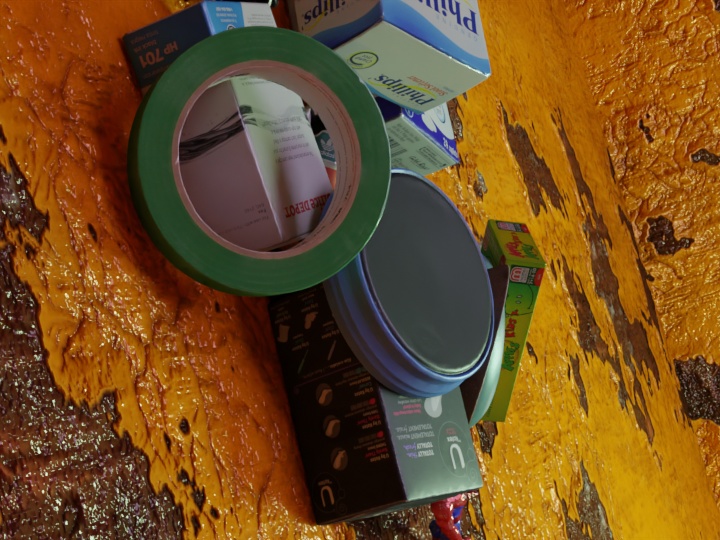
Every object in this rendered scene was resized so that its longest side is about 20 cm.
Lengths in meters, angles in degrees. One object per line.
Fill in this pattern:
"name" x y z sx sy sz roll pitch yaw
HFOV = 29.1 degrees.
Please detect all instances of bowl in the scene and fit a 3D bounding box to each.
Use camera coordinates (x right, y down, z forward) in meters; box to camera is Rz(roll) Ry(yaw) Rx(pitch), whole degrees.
"bowl" 0.045 0.006 1.178 0.200 0.039 0.203 28 51 -41

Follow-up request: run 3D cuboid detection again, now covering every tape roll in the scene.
"tape roll" -0.076 -0.082 1.055 0.202 0.199 0.048 71 -19 -3

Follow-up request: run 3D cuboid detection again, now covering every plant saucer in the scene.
"plant saucer" 0.098 0.087 1.331 0.200 0.034 0.202 17 90 -89
"plant saucer" 0.122 0.078 1.505 0.200 0.027 0.203 -174 -90 -80

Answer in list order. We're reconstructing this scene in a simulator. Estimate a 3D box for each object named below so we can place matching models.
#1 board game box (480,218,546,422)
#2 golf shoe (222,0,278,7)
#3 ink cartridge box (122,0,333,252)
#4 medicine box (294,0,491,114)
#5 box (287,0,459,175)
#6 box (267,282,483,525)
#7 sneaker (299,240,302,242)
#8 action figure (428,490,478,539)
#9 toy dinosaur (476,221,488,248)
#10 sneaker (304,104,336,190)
"board game box" 0.152 0.057 1.554 0.102 0.047 0.202 -105 -156 -62
"golf shoe" -0.110 -0.264 1.267 0.200 0.077 0.096 9 65 -76
"ink cartridge box" -0.102 -0.116 1.157 0.146 0.085 0.202 -27 100 -70
"medicine box" 0.025 -0.283 1.369 0.181 0.102 0.202 17 56 -48
"box" 0.015 -0.217 1.536 0.184 0.104 0.202 28 46 -64
"box" 0.013 0.108 1.207 0.122 0.105 0.202 2 70 -51
"sneaker" 0.000 0.000 1.300 0.199 0.076 0.071 28 31 -2
"action figure" 0.086 0.234 1.313 0.201 0.051 0.066 82 9 -54
"toy dinosaur" 0.135 0.012 1.707 0.200 0.085 0.137 68 22 -66
"sneaker" -0.030 -0.129 1.306 0.070 0.094 0.200 19 27 -7
